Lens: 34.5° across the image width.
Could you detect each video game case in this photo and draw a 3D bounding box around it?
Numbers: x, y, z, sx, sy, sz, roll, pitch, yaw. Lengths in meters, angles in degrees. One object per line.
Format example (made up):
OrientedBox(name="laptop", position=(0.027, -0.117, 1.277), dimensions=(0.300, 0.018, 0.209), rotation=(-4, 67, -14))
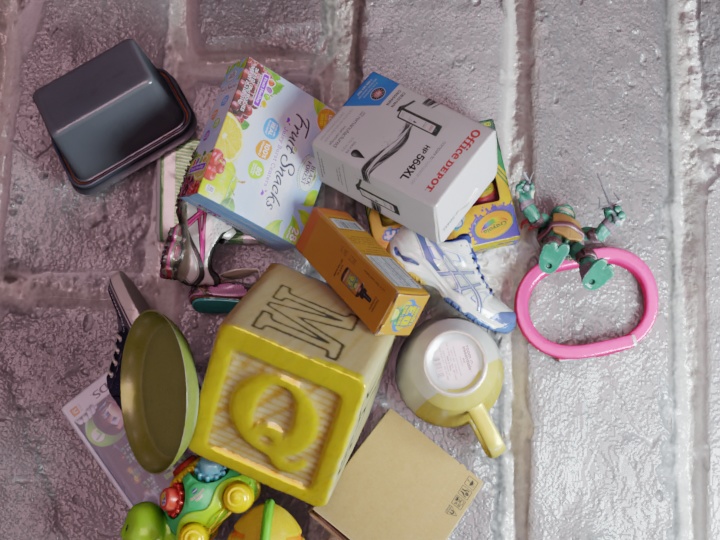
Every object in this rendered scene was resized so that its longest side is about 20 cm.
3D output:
OrientedBox(name="video game case", position=(-0.280, 0.212, 1.580), dimensions=(0.181, 0.023, 0.201), rotation=(-38, 82, -3))

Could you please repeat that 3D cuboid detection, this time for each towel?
OrientedBox(name="towel", position=(-0.189, -0.113, 1.628), dimensions=(0.196, 0.023, 0.155), rotation=(0, 82, 1))

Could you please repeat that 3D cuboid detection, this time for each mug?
OrientedBox(name="mug", position=(0.135, 0.136, 1.511), dimensions=(0.185, 0.153, 0.151), rotation=(30, 83, 6))

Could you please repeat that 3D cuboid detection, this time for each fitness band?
OrientedBox(name="fitness band", position=(0.307, 0.046, 1.577), dimensions=(0.197, 0.037, 0.146), rotation=(-11, 81, -1))

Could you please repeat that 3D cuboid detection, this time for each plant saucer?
OrientedBox(name="plant saucer", position=(-0.247, 0.150, 1.444), dimensions=(0.031, 0.199, 0.203), rotation=(0, 79, -35))

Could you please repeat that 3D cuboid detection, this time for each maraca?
OrientedBox(name="maraca", position=(-0.122, 0.386, 1.470), dimensions=(0.105, 0.138, 0.203), rotation=(6, 116, 2))

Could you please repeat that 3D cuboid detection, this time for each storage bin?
OrientedBox(name="storage bin", position=(-0.346, -0.226, 1.584), dimensions=(0.198, 0.135, 0.147), rotation=(-29, 67, -3))

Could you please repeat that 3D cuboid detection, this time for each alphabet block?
OrientedBox(name="alphabet block", position=(-0.080, 0.139, 1.462), dimensions=(0.194, 0.200, 0.198), rotation=(20, 114, 6))

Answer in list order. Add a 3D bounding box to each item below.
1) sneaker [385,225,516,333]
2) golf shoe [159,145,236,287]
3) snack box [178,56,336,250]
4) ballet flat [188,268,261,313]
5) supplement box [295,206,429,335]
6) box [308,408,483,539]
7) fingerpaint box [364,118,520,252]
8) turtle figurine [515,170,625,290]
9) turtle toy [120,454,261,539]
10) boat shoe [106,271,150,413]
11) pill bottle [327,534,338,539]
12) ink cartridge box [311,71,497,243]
OrientedBox(name="sneaker", position=(0.132, 0.001, 1.508), dimensions=(0.199, 0.075, 0.089), rotation=(36, 94, -5))
OrientedBox(name="golf shoe", position=(-0.211, -0.076, 1.578), dimensions=(0.091, 0.073, 0.203), rotation=(14, 78, -10))
OrientedBox(name="snack box", position=(-0.130, -0.154, 1.556), dimensions=(0.167, 0.067, 0.203), rotation=(29, 72, -29))
OrientedBox(name="ballet flat", position=(-0.135, 0.032, 1.587), dimensions=(0.197, 0.069, 0.072), rotation=(8, 62, 4))
OrientedBox(name="supplement box", position=(0.000, 0.000, 1.485), dimensions=(0.200, 0.068, 0.067), rotation=(48, 118, 39))
OrientedBox(name="box", position=(0.050, 0.294, 1.500), dimensions=(0.163, 0.021, 0.200), rotation=(37, 49, 7))
OrientedBox(name="fingerpaint box", position=(0.103, -0.099, 1.587), dimensions=(0.197, 0.073, 0.170), rotation=(-12, 82, 1))
OrientedBox(name="turtle figurine", position=(0.276, -0.057, 1.540), dimensions=(0.147, 0.201, 0.102), rotation=(4, 124, 1))
OrientedBox(name="turtle toy", position=(-0.217, 0.303, 1.499), dimensions=(0.199, 0.146, 0.101), rotation=(-41, 86, -4))
OrientedBox(name="boat shoe", position=(-0.311, 0.108, 1.551), dimensions=(0.092, 0.075, 0.202), rotation=(-29, 80, 4))
OrientedBox(name="pill bottle", position=(-0.037, 0.437, 1.492), dimensions=(0.108, 0.110, 0.202), rotation=(27, 83, 6))
OrientedBox(name="ink cartridge box", position=(0.059, -0.148, 1.498), dimensions=(0.198, 0.085, 0.146), rotation=(28, 64, 24))
